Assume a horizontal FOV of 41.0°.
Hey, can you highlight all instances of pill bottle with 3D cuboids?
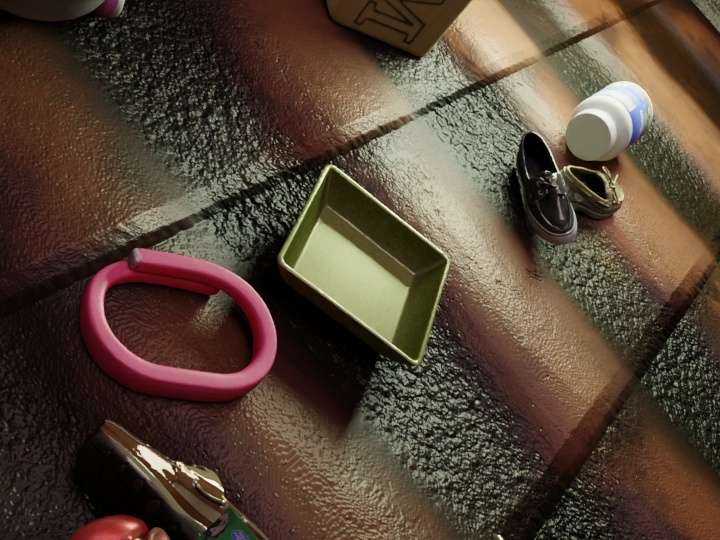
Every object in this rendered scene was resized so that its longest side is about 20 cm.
[{"bbox_3d":[0.432,-0.257,1.684,0.112,0.112,0.199,50,39,5],"label":"pill bottle"}]

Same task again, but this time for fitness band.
[{"bbox_3d":[-0.171,0.053,0.926,0.197,0.037,0.145,12,50,-34],"label":"fitness band"}]

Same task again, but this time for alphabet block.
[{"bbox_3d":[0.066,-0.486,1.478,0.194,0.200,0.198,15,47,-33],"label":"alphabet block"}]

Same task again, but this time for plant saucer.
[{"bbox_3d":[0.000,0.000,1.119,0.199,0.048,0.201,37,39,-12],"label":"plant saucer"}]

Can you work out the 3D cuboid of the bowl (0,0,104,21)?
[{"bbox_3d":[-0.349,-0.338,1.041,0.198,0.091,0.204,13,54,-18],"label":"bowl"}]

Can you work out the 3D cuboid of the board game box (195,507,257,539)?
[{"bbox_3d":[-0.086,0.296,0.701,0.134,0.029,0.201,-39,106,-18],"label":"board game box"}]

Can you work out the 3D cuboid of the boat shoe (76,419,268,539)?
[{"bbox_3d":[-0.149,0.200,0.798,0.200,0.075,0.074,49,32,-10],"label":"boat shoe"}]

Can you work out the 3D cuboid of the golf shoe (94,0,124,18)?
[{"bbox_3d":[-0.279,-0.372,1.167,0.091,0.075,0.203,22,46,-31],"label":"golf shoe"}]

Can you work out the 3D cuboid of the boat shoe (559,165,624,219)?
[{"bbox_3d":[0.375,-0.131,1.562,0.198,0.063,0.074,-3,58,-44],"label":"boat shoe"}]

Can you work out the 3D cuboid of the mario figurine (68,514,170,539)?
[{"bbox_3d":[-0.141,0.265,0.717,0.199,0.106,0.124,41,41,-9],"label":"mario figurine"}]

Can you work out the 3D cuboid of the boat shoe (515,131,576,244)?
[{"bbox_3d":[0.276,-0.127,1.454,0.067,0.057,0.202,-13,50,-1],"label":"boat shoe"}]

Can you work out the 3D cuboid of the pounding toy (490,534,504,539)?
[{"bbox_3d":[0.184,0.346,0.904,0.141,0.199,0.187,-6,75,-44],"label":"pounding toy"}]
